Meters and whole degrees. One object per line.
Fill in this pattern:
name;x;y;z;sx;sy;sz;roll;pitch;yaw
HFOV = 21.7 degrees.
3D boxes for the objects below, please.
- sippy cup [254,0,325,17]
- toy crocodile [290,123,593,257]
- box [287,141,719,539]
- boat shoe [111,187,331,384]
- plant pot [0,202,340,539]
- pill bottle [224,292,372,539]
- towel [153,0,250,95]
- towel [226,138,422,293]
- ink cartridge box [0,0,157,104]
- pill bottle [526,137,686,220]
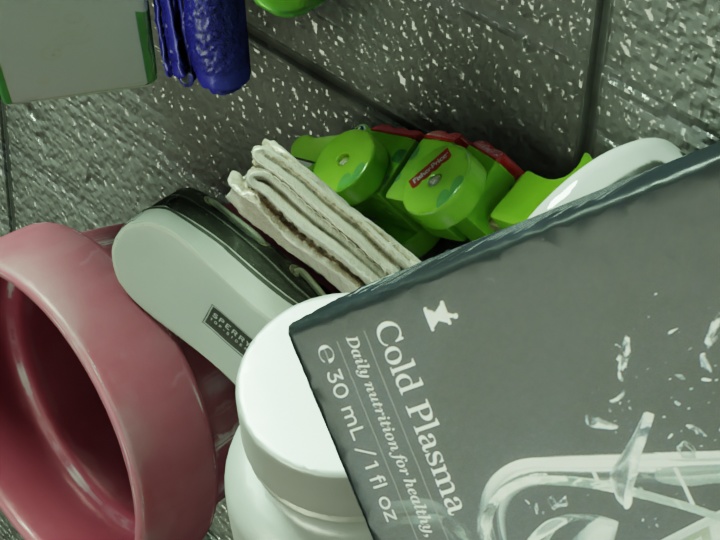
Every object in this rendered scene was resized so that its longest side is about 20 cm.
sippy cup;-0.011;-0.190;0.797;0.140;0.130;0.178;16;124;47
toy crocodile;0.037;-0.040;0.901;0.068;0.062;0.200;40;166;-34
box;0.114;0.066;0.640;0.196;0.124;0.200;-23;90;29
boat shoe;-0.032;0.033;0.940;0.200;0.064;0.071;44;129;3
plant pot;-0.111;0.052;1.049;0.200;0.179;0.200;31;134;38
pill bottle;0.000;0.104;0.816;0.114;0.114;0.200;41;155;29
towel;-0.086;-0.200;0.903;0.148;0.049;0.200;-102;7;-61
towel;0.000;0.000;0.890;0.133;0.034;0.200;40;178;7
ink cartridge box;-0.157;-0.205;0.924;0.147;0.083;0.200;93;167;-67
pill bottle;0.152;0.050;0.758;0.200;0.114;0.114;47;143;23
